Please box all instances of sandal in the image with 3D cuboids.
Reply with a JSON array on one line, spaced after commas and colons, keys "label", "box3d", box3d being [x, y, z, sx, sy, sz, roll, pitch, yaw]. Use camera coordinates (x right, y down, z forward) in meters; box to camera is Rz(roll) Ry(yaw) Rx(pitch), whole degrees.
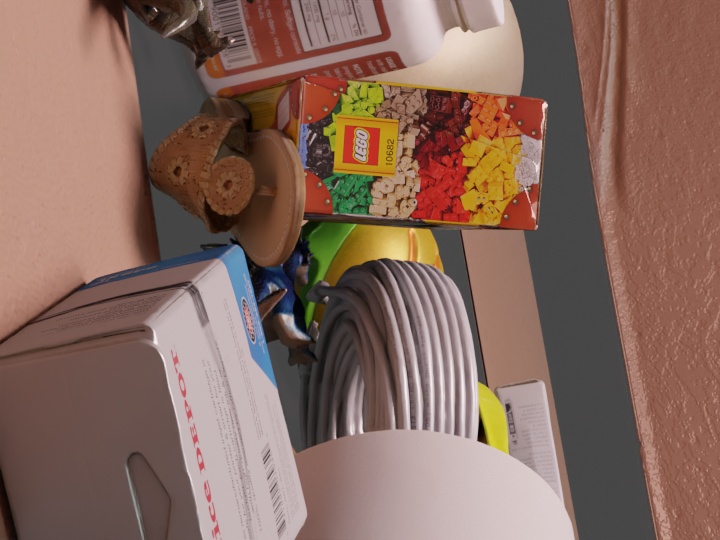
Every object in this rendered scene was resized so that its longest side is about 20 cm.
[{"label": "sandal", "box3d": [-0.090, -0.055, 1.276, 0.212, 0.069, 0.078, -130, -133, -68]}]

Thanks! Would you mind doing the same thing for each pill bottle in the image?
[{"label": "pill bottle", "box3d": [-0.013, -0.177, 1.420, 0.112, 0.198, 0.113, -11, 90, -80]}]

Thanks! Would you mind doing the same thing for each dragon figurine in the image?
[{"label": "dragon figurine", "box3d": [-0.062, 0.004, 1.344, 0.200, 0.058, 0.100, 56, 22, -76]}]

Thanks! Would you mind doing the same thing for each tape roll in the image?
[{"label": "tape roll", "box3d": [0.021, 0.204, 1.188, 0.140, 0.201, 0.204, -91, 166, -48]}]

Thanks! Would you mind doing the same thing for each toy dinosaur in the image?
[{"label": "toy dinosaur", "box3d": [-0.112, -0.169, 1.268, 0.102, 0.077, 0.200, 43, 32, -12]}]

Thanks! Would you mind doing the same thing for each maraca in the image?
[{"label": "maraca", "box3d": [0.000, 0.000, 1.517, 0.137, 0.106, 0.201, -46, 147, -34]}]

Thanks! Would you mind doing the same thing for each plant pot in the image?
[{"label": "plant pot", "box3d": [-0.004, -0.138, 1.550, 0.134, 0.199, 0.202, -40, 122, -47]}]

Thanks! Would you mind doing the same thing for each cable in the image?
[{"label": "cable", "box3d": [0.016, 0.093, 1.367, 0.200, 0.069, 0.202, 151, -59, -71]}]

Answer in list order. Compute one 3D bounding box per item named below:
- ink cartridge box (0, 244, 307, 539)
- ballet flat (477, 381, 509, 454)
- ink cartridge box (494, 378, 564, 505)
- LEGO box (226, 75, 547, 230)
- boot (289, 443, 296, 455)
[{"label": "ink cartridge box", "box3d": [-0.093, 0.081, 1.012, 0.200, 0.083, 0.146, -52, 130, -77]}, {"label": "ballet flat", "box3d": [0.061, 0.110, 1.431, 0.067, 0.066, 0.200, 55, 9, -30]}, {"label": "ink cartridge box", "box3d": [0.136, 0.209, 1.601, 0.200, 0.040, 0.201, 73, 6, -62]}, {"label": "LEGO box", "box3d": [0.008, -0.067, 1.334, 0.200, 0.148, 0.078, -176, -90, -75]}, {"label": "boot", "box3d": [-0.049, 0.129, 1.277, 0.076, 0.073, 0.201, -106, 174, -46]}]
